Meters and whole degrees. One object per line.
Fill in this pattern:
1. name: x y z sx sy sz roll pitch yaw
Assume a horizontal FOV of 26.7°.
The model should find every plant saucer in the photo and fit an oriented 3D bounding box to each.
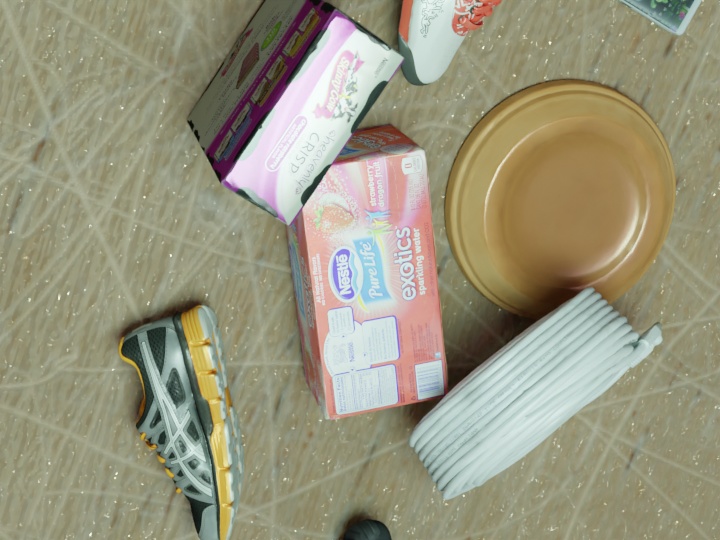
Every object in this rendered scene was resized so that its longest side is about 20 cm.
1. plant saucer: 0.167 -0.052 1.230 0.198 0.037 0.202 -4 108 -14

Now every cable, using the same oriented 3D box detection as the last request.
1. cable: 0.127 0.096 1.185 0.200 0.200 0.069 -45 76 30

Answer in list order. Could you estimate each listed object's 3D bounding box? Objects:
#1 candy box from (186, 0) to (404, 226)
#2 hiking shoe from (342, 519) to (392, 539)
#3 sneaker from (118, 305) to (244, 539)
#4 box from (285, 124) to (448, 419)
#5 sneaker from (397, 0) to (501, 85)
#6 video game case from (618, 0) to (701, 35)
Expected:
1. candy box: -0.051 -0.125 1.060 0.061 0.200 0.137 32 98 -21
2. hiking shoe: 0.043 0.283 1.292 0.100 0.076 0.201 -22 121 -16
3. sneaker: -0.137 0.125 1.191 0.077 0.078 0.202 -8 106 2
4. box: 0.000 0.000 1.170 0.102 0.095 0.202 -11 109 -11
5. sneaker: 0.100 -0.224 1.116 0.107 0.067 0.203 20 102 23
6. video game case: 0.226 -0.313 1.171 0.181 0.023 0.201 26 98 -20
